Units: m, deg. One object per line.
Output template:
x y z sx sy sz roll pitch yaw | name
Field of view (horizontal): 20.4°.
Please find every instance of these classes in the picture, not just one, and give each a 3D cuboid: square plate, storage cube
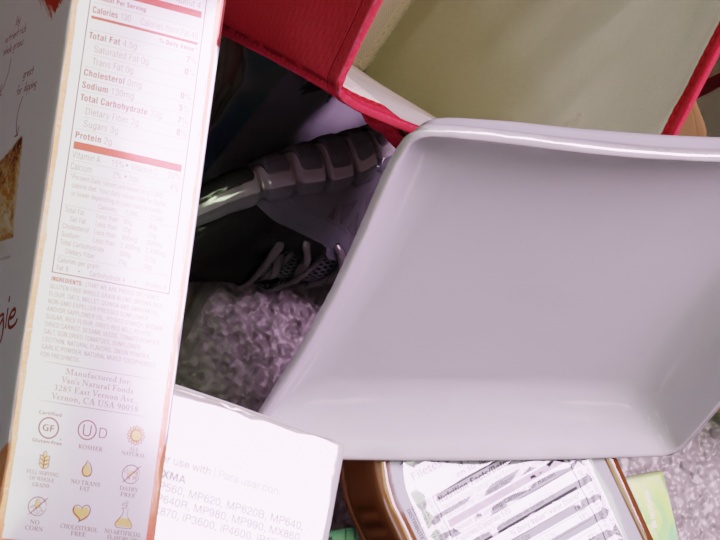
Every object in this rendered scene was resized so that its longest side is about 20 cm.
0.073 0.009 0.742 0.199 0.198 0.029 2 53 -22 | square plate
0.033 -0.146 0.751 0.171 0.180 0.200 20 98 -44 | storage cube

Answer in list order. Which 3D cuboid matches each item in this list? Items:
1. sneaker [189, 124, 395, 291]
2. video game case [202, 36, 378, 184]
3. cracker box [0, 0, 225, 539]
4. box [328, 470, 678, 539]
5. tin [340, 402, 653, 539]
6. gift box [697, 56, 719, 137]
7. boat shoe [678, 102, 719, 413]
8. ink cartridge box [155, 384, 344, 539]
0.000 0.000 0.857 0.200 0.075 0.116 -21 90 -31 | sneaker
-0.021 -0.147 0.846 0.182 0.022 0.200 -22 126 -30 | video game case
-0.108 -0.002 0.687 0.058 0.134 0.201 12 78 -26 | cracker box
0.060 0.172 0.863 0.200 0.036 0.145 -7 80 -30 | box
0.068 0.120 0.833 0.112 0.042 0.200 -26 92 -28 | tin
0.225 -0.163 0.952 0.200 0.187 0.185 36 64 -14 | gift box
0.132 -0.024 0.935 0.074 0.069 0.200 -39 117 -37 | boat shoe
-0.088 0.154 0.728 0.084 0.144 0.201 18 70 -24 | ink cartridge box
